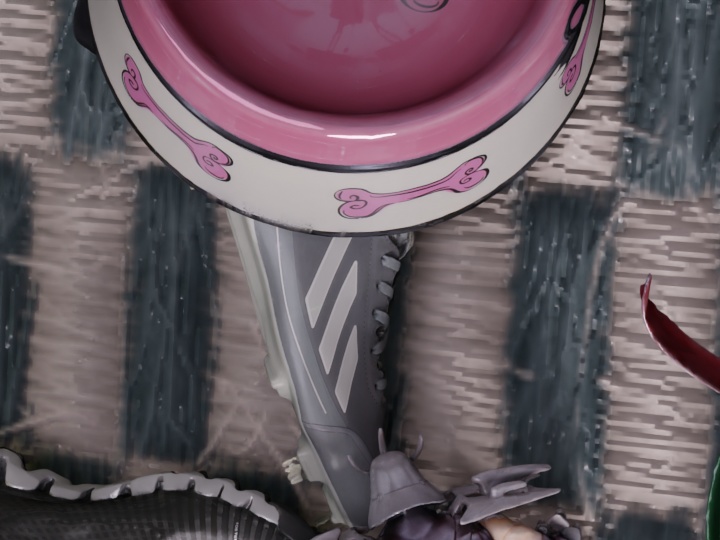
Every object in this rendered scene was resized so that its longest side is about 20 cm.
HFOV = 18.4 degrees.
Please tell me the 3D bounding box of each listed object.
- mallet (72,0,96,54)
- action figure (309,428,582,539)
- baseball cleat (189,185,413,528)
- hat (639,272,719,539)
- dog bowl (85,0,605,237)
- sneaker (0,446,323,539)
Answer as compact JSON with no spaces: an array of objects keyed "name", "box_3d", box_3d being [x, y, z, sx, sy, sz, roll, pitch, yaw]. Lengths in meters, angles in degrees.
[{"name":"mallet","box_3d":[-0.058,-0.170,0.898,0.066,0.041,0.200,19,94,18]},{"name":"action figure","box_3d":[0.036,0.155,0.858,0.130,0.069,0.200,-19,98,0]},{"name":"baseball cleat","box_3d":[0.000,0.000,0.871,0.106,0.070,0.200,-19,100,-1]},{"name":"hat","box_3d":[0.180,0.106,0.762,0.200,0.176,0.166,20,99,15]},{"name":"dog bowl","box_3d":[-0.004,-0.118,0.820,0.200,0.074,0.201,1,76,-3]},{"name":"sneaker","box_3d":[-0.109,0.125,0.896,0.200,0.091,0.067,8,136,20]}]
